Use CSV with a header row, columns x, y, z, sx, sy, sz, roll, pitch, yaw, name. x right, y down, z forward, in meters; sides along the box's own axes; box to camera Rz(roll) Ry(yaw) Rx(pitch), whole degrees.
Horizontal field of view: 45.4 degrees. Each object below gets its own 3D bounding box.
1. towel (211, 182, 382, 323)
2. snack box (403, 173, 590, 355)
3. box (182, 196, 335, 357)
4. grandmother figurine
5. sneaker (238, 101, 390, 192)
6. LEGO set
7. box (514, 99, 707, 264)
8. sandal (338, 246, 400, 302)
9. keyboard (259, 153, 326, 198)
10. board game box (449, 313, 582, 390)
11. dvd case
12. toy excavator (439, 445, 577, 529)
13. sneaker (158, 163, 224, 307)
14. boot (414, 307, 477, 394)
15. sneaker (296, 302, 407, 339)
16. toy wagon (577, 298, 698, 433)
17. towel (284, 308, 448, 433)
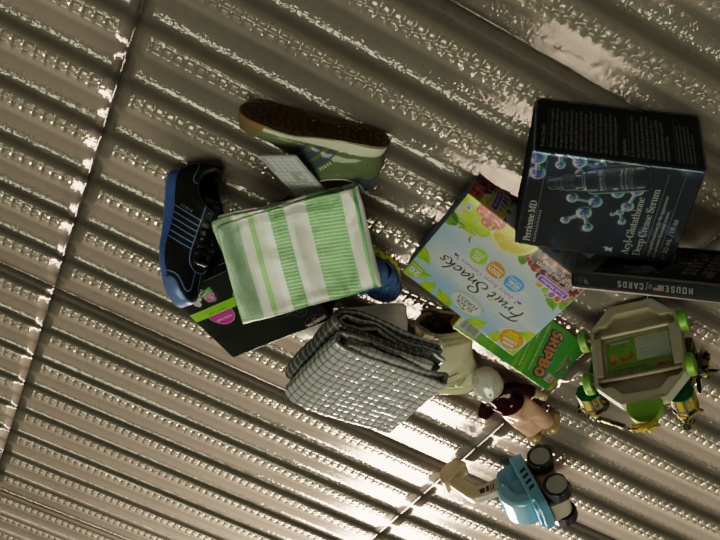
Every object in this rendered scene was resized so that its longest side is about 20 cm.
x,y,z,sx,sy,sz,roll,pitch,yaw,name
-0.082,-0.022,1.138,0.198,0.023,0.154,-14,107,2,towel
0.186,-0.004,1.176,0.199,0.068,0.169,38,129,-2,snack box
-0.149,0.013,1.273,0.199,0.125,0.149,-23,124,30,box
0.242,0.216,1.394,0.121,0.061,0.200,-38,129,14,grandmother figurine
-0.066,-0.153,1.128,0.198,0.067,0.090,12,130,-2,sneaker
0.424,0.179,1.272,0.198,0.155,0.116,-11,130,28,LEGO set
0.299,-0.108,1.053,0.198,0.108,0.149,8,136,8,box
0.000,0.000,1.233,0.079,0.088,0.200,-15,145,23,sandal
-0.066,-0.103,1.160,0.056,0.011,0.200,10,161,29,keyboard
0.239,0.095,1.295,0.199,0.030,0.096,34,103,-16,board game box
0.384,0.001,1.074,0.198,0.150,0.025,6,109,34,dvd case
0.260,0.391,1.540,0.198,0.195,0.100,-24,130,-2,toy excavator
-0.228,-0.052,1.192,0.077,0.202,0.070,-7,169,25,sneaker
0.087,0.130,1.362,0.198,0.073,0.156,-2,134,7,boot
-0.020,0.103,1.337,0.198,0.086,0.073,-9,169,29,sneaker
0.387,0.136,1.200,0.154,0.202,0.040,-16,142,27,toy wagon
0.009,0.144,1.258,0.198,0.086,0.166,20,133,-25,towel
